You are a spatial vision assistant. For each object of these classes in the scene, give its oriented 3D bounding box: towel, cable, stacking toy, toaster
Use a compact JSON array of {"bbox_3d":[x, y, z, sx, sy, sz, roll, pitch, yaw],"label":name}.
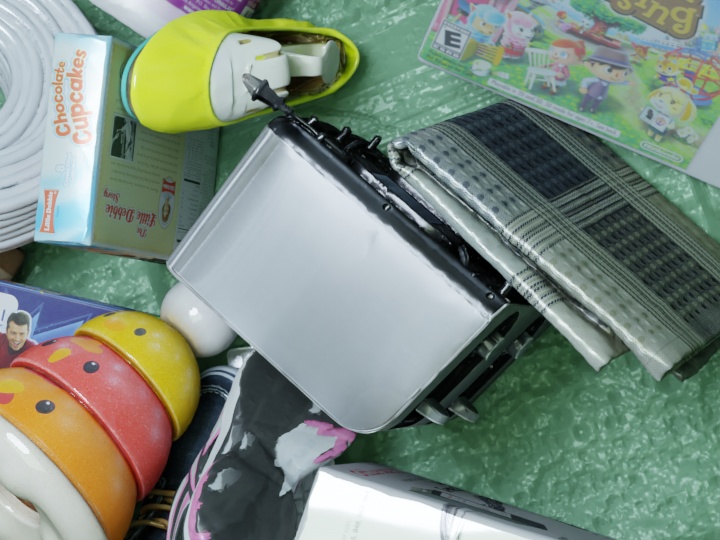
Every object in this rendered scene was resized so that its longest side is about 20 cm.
[{"bbox_3d":[0.126,-0.018,1.378,0.200,0.192,0.035,41,116,13],"label":"towel"},{"bbox_3d":[-0.247,-0.101,1.477,0.200,0.069,0.200,-22,70,-25],"label":"cable"},{"bbox_3d":[-0.145,0.071,1.443,0.146,0.146,0.200,38,64,13],"label":"stacking toy"},{"bbox_3d":[0.000,0.000,1.404,0.200,0.181,0.119,41,98,12],"label":"toaster"}]

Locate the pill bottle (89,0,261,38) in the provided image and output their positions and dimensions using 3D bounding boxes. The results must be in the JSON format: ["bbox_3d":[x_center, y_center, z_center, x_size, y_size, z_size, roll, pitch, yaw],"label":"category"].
[{"bbox_3d":[-0.081,-0.229,1.474,0.112,0.112,0.200,34,94,13],"label":"pill bottle"}]

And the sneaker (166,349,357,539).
[{"bbox_3d":[-0.070,0.115,1.419,0.080,0.200,0.086,42,129,-6],"label":"sneaker"}]

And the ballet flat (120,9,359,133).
[{"bbox_3d":[-0.061,-0.117,1.417,0.067,0.200,0.067,6,102,25],"label":"ballet flat"}]

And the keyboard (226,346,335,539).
[{"bbox_3d":[-0.040,0.143,1.492,0.056,0.011,0.200,-10,84,13],"label":"keyboard"}]

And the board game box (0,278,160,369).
[{"bbox_3d":[-0.230,0.071,1.488,0.200,0.034,0.136,14,90,-12],"label":"board game box"}]

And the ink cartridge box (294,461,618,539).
[{"bbox_3d":[0.070,0.175,1.391,0.200,0.145,0.084,17,90,12],"label":"ink cartridge box"}]

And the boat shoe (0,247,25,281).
[{"bbox_3d":[-0.284,-0.058,1.537,0.072,0.076,0.200,-41,87,4],"label":"boat shoe"}]

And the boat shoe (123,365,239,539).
[{"bbox_3d":[-0.107,0.154,1.460,0.071,0.091,0.201,9,89,28],"label":"boat shoe"}]

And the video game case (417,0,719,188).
[{"bbox_3d":[0.150,-0.140,1.369,0.200,0.182,0.022,23,51,-2],"label":"video game case"}]

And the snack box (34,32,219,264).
[{"bbox_3d":[-0.131,-0.066,1.430,0.037,0.200,0.116,5,88,15],"label":"snack box"}]
